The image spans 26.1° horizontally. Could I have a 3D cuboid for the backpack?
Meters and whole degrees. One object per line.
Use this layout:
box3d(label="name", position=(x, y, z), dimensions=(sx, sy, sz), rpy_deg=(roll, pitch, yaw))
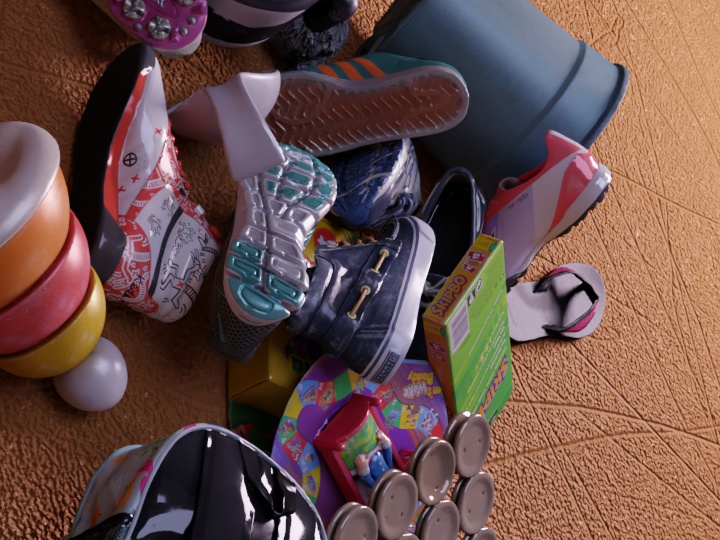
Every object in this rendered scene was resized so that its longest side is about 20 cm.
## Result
box3d(label="backpack", position=(-0.109, 0.203, 0.948), dimensions=(0.177, 0.150, 0.202), rpy_deg=(41, 48, -30))

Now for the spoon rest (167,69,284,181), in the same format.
box3d(label="spoon rest", position=(-0.097, -0.121, 1.160), dimensions=(0.200, 0.098, 0.061), rpy_deg=(-128, -163, -69))

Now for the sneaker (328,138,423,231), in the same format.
box3d(label="sneaker", position=(0.022, -0.070, 1.323), dimensions=(0.086, 0.076, 0.200), rpy_deg=(65, 19, -18))

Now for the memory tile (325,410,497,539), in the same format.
box3d(label="memory tile", position=(0.041, 0.207, 1.165), dimensions=(0.199, 0.017, 0.155), rpy_deg=(-31, 123, -45))

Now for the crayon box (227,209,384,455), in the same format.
box3d(label="crayon box", position=(-0.041, 0.052, 1.211), dimensions=(0.126, 0.051, 0.202), rpy_deg=(26, 50, -39))

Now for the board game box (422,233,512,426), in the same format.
box3d(label="board game box", position=(0.092, 0.072, 1.280), dimensions=(0.096, 0.030, 0.201), rpy_deg=(-53, 148, -32))

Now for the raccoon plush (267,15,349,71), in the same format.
box3d(label="raccoon plush", position=(-0.012, -0.233, 1.345), dimensions=(0.201, 0.133, 0.096), rpy_deg=(59, 34, 3))

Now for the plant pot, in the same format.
box3d(label="plant pot", position=(0.110, -0.179, 1.439), dimensions=(0.196, 0.200, 0.201), rpy_deg=(41, 40, -12))

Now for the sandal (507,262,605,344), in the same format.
box3d(label="sandal", position=(0.195, 0.032, 1.514), dimensions=(0.199, 0.045, 0.076), rpy_deg=(-13, 78, -53))

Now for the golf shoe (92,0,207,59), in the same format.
box3d(label="golf shoe", position=(-0.198, -0.235, 1.198), dimensions=(0.200, 0.075, 0.092), rpy_deg=(47, -8, 5))

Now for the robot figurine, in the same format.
box3d(label="robot figurine", position=(-0.086, -0.250, 1.225), dimensions=(0.124, 0.200, 0.152), rpy_deg=(-22, 92, -21))

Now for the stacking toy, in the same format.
box3d(label="stacking toy", position=(-0.211, 0.021, 0.988), dimensions=(0.201, 0.145, 0.147), rpy_deg=(59, 33, -34))

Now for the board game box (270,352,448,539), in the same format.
box3d(label="board game box", position=(0.016, 0.146, 1.169), dimensions=(0.199, 0.039, 0.160), rpy_deg=(8, 89, -48))

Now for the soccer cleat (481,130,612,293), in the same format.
box3d(label="soccer cleat", position=(0.131, -0.037, 1.363), dimensions=(0.073, 0.200, 0.068), rpy_deg=(41, 27, -6))

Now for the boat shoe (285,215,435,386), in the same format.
box3d(label="boat shoe", position=(0.000, 0.000, 1.188), dimensions=(0.090, 0.071, 0.201), rpy_deg=(30, 29, -10))

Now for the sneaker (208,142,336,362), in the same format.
box3d(label="sneaker", position=(-0.074, -0.015, 1.139), dimensions=(0.077, 0.092, 0.201), rpy_deg=(25, 40, -7))

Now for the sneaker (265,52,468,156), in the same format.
box3d(label="sneaker", position=(-0.010, -0.141, 1.298), dimensions=(0.080, 0.197, 0.072), rpy_deg=(-96, -177, -71))

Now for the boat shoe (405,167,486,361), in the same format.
box3d(label="boat shoe", position=(0.062, 0.010, 1.299), dimensions=(0.062, 0.074, 0.202), rpy_deg=(75, 35, -68))

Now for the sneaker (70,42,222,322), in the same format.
box3d(label="sneaker", position=(-0.152, -0.060, 1.136), dimensions=(0.107, 0.067, 0.204), rpy_deg=(31, 50, -36))
